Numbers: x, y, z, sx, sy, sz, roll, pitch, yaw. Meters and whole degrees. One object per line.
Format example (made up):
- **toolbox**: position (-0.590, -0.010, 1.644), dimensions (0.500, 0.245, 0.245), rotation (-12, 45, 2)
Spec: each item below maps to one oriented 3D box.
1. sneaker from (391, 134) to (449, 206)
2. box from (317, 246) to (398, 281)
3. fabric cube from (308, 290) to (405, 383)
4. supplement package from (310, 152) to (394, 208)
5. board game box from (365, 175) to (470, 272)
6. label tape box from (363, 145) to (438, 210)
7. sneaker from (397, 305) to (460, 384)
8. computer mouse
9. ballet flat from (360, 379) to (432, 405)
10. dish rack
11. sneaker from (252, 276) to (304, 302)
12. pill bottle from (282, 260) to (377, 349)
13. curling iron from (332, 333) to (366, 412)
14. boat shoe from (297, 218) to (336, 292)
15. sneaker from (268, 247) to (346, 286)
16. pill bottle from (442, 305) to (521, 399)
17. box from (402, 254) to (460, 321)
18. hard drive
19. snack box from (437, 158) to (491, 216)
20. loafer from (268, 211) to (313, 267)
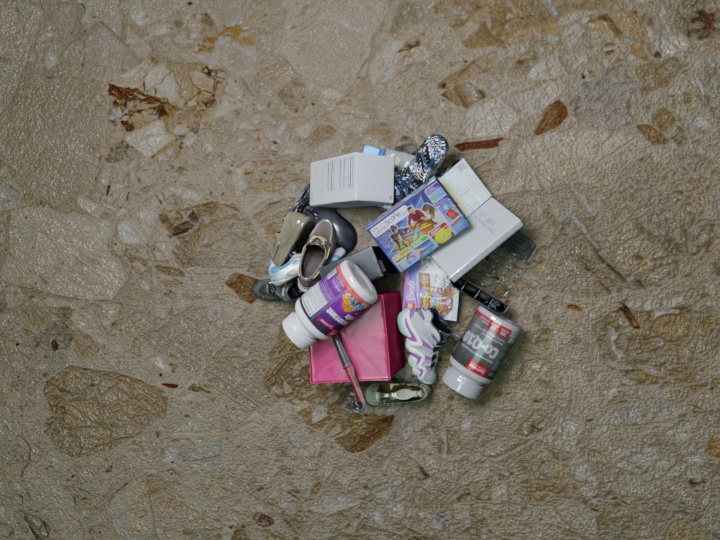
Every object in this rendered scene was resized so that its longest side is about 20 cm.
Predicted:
- **sneaker**: position (0.141, -0.226, 1.485), dimensions (0.076, 0.077, 0.200), rotation (46, 111, 9)
- **box**: position (0.000, 0.000, 1.524), dimensions (0.141, 0.200, 0.079), rotation (-25, 86, 13)
- **fabric cube**: position (-0.010, 0.155, 1.531), dimensions (0.199, 0.199, 0.197), rotation (-4, 91, 15)
- **supplement package**: position (-0.022, -0.211, 1.520), dimensions (0.200, 0.114, 0.110), rotation (2, 91, 54)
- **board game box**: position (0.131, -0.104, 1.465), dimensions (0.200, 0.034, 0.135), rotation (-34, 104, 18)
- **label tape box**: position (0.078, -0.220, 1.569), dimensions (0.199, 0.066, 0.144), rotation (18, 95, 12)
- **sneaker**: position (0.179, 0.178, 1.512), dimensions (0.140, 0.078, 0.200), rotation (-12, 107, 33)
- **computer mouse**: position (-0.098, -0.119, 1.624), dimensions (0.200, 0.053, 0.139), rotation (40, 99, 11)
- **ballet flat**: position (0.076, 0.301, 1.575), dimensions (0.199, 0.075, 0.068), rotation (-6, 91, 15)
- **dish rack**: position (0.315, -0.017, 1.497), dimensions (0.153, 0.055, 0.200), rotation (31, 90, -1)
- **sneaker**: position (-0.192, 0.047, 1.632), dimensions (0.199, 0.090, 0.067), rotation (2, 91, 15)
- **pill bottle**: position (-0.070, 0.080, 1.385), dimensions (0.200, 0.111, 0.112), rotation (-39, 82, 14)
- **curling iron**: position (-0.034, 0.224, 1.423), dimensions (0.049, 0.026, 0.201), rotation (-18, 87, 11)
- **boat shoe**: position (-0.104, -0.045, 1.525), dimensions (0.072, 0.060, 0.200), rotation (14, 61, 6)
- **sneaker**: position (-0.132, -0.023, 1.576), dimensions (0.199, 0.072, 0.073), rotation (-19, 96, -8)
- **pill bottle**: position (0.281, 0.194, 1.499), dimensions (0.114, 0.114, 0.200), rotation (29, 98, 12)
- **box**: position (0.179, 0.016, 1.561), dimensions (0.136, 0.039, 0.201), rotation (7, 93, 14)
- **hard drive**: position (0.260, -0.073, 1.468), dimensions (0.200, 0.132, 0.026), rotation (-40, 125, 5)
- **snack box**: position (0.199, -0.158, 1.511), dimensions (0.200, 0.037, 0.116), rotation (-40, 102, -3)
- **loafer**: position (-0.185, -0.071, 1.621), dimensions (0.068, 0.076, 0.200), rotation (42, 121, 16)
